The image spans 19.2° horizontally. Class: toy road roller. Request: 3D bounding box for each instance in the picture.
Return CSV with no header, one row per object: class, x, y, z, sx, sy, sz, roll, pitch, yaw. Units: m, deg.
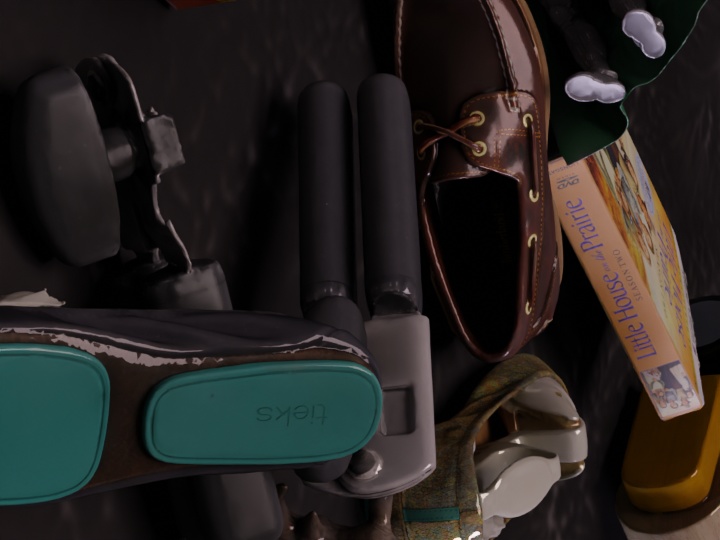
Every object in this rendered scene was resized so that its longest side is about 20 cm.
toy road roller,0.244,0.106,1.240,0.123,0.145,0.200,63,35,-32

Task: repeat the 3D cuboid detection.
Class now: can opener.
can opener,-0.080,0.015,0.791,0.066,0.053,0.201,-24,108,-23
can opener,0.000,0.000,0.858,0.067,0.052,0.201,78,9,-53

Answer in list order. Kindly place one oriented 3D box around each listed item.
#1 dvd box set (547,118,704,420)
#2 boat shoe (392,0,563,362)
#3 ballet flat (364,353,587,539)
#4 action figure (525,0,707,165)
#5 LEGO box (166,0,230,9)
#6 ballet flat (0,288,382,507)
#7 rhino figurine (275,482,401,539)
dvd box set,0.135,-0.036,1.149,0.147,0.029,0.200,-89,155,-48
boat shoe,0.055,-0.055,1.008,0.070,0.070,0.201,-47,126,-58
ballet flat,0.072,0.088,1.021,0.200,0.070,0.071,-27,109,-59
action figure,0.105,-0.157,1.071,0.055,0.118,0.200,28,26,-31
LEGO box,-0.056,-0.179,0.752,0.200,0.148,0.078,35,56,-53
ballet flat,-0.089,0.040,0.722,0.199,0.073,0.073,-1,85,-28
rhino figurine,0.015,0.154,0.883,0.200,0.087,0.060,58,36,-31
